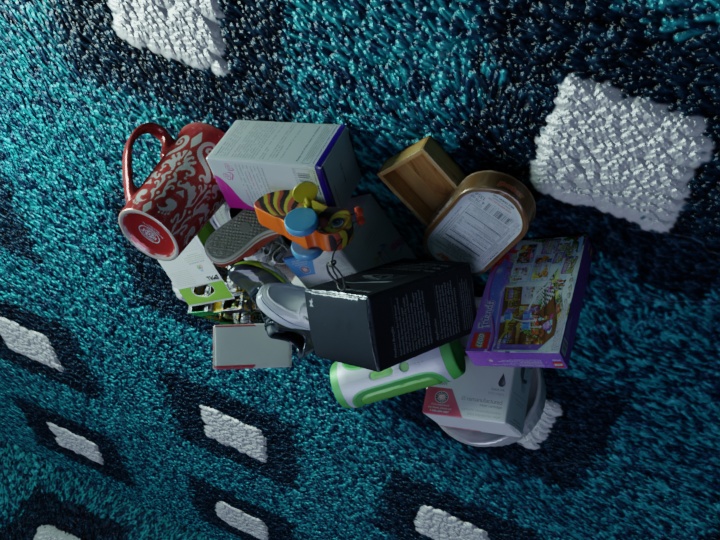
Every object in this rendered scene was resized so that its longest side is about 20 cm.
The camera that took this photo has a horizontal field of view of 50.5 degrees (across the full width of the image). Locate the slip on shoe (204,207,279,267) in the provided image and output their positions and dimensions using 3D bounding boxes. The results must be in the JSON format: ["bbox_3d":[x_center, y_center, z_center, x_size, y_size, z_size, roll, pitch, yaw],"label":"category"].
[{"bbox_3d":[-0.159,-0.071,1.216,0.074,0.200,0.061,51,162,9],"label":"slip on shoe"}]

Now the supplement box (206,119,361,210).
[{"bbox_3d":[-0.114,-0.154,1.148,0.199,0.104,0.102,7,140,24],"label":"supplement box"}]

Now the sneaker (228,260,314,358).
[{"bbox_3d":[-0.136,0.061,1.241,0.200,0.081,0.074,38,141,-5],"label":"sneaker"}]

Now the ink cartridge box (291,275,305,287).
[{"bbox_3d":[-0.038,0.067,1.346,0.067,0.117,0.201,-3,132,36],"label":"ink cartridge box"}]

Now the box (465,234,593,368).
[{"bbox_3d":[0.238,0.041,1.063,0.136,0.201,0.039,-3,140,36],"label":"box"}]

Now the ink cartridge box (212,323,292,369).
[{"bbox_3d":[-0.211,0.147,1.476,0.144,0.084,0.200,-2,173,-10],"label":"ink cartridge box"}]

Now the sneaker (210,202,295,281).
[{"bbox_3d":[-0.175,-0.051,1.324,0.200,0.075,0.082,38,152,-11],"label":"sneaker"}]

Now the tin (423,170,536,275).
[{"bbox_3d":[0.162,-0.062,1.072,0.112,0.042,0.200,36,143,-2],"label":"tin"}]

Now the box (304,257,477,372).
[{"bbox_3d":[0.045,0.056,1.083,0.148,0.199,0.105,6,109,53],"label":"box"}]

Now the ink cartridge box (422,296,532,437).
[{"bbox_3d":[0.193,0.146,1.206,0.145,0.201,0.085,1,155,32],"label":"ink cartridge box"}]

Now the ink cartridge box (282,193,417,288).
[{"bbox_3d":[0.000,0.000,1.234,0.128,0.126,0.200,-9,130,41],"label":"ink cartridge box"}]

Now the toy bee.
[{"bbox_3d":[-0.052,-0.058,1.072,0.200,0.108,0.131,48,156,15],"label":"toy bee"}]

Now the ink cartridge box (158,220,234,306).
[{"bbox_3d":[-0.304,-0.042,1.395,0.147,0.076,0.201,-11,116,41],"label":"ink cartridge box"}]

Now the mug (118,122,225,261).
[{"bbox_3d":[-0.302,-0.129,1.220,0.176,0.201,0.134,20,143,11],"label":"mug"}]

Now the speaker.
[{"bbox_3d":[0.057,0.150,1.174,0.199,0.089,0.089,-19,126,18],"label":"speaker"}]

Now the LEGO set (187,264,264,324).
[{"bbox_3d":[-0.234,0.035,1.476,0.153,0.117,0.199,19,160,-41],"label":"LEGO set"}]

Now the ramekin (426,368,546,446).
[{"bbox_3d":[0.217,0.201,1.276,0.201,0.204,0.094,2,157,31],"label":"ramekin"}]

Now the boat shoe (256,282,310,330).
[{"bbox_3d":[-0.061,0.057,1.186,0.199,0.074,0.067,20,143,-9],"label":"boat shoe"}]

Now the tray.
[{"bbox_3d":[0.127,-0.098,1.111,0.200,0.037,0.098,44,141,-20],"label":"tray"}]
